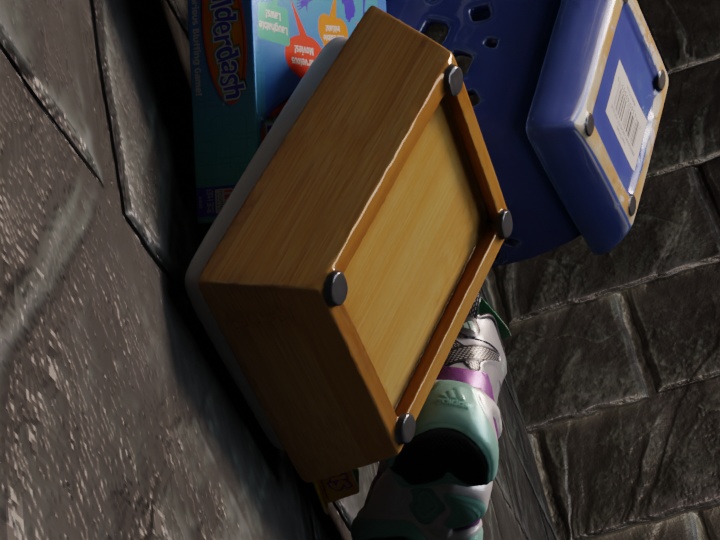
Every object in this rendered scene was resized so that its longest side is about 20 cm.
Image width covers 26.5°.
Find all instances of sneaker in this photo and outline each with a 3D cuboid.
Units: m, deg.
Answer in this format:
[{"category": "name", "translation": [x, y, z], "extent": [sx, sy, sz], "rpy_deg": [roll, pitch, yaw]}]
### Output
[{"category": "sneaker", "translation": [0.049, 0.092, 0.902], "extent": [0.201, 0.077, 0.141], "rpy_deg": [109, -5, -51]}]

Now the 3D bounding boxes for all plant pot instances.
[{"category": "plant pot", "translation": [0.123, -0.128, 1.169], "extent": [0.200, 0.178, 0.201], "rpy_deg": [52, 49, -49]}]

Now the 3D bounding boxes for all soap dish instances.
[{"category": "soap dish", "translation": [0.003, -0.013, 0.793], "extent": [0.201, 0.081, 0.158], "rpy_deg": [-61, 143, -33]}]

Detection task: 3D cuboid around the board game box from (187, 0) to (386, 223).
[{"category": "board game box", "translation": [-0.037, -0.126, 0.854], "extent": [0.152, 0.045, 0.202], "rpy_deg": [-3, 90, -61]}]

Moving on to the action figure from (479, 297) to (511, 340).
[{"category": "action figure", "translation": [0.050, -0.007, 1.417], "extent": [0.200, 0.117, 0.055], "rpy_deg": [52, 44, -37]}]

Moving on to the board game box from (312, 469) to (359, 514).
[{"category": "board game box", "translation": [-0.027, 0.058, 0.941], "extent": [0.200, 0.030, 0.096], "rpy_deg": [-86, 157, -65]}]
